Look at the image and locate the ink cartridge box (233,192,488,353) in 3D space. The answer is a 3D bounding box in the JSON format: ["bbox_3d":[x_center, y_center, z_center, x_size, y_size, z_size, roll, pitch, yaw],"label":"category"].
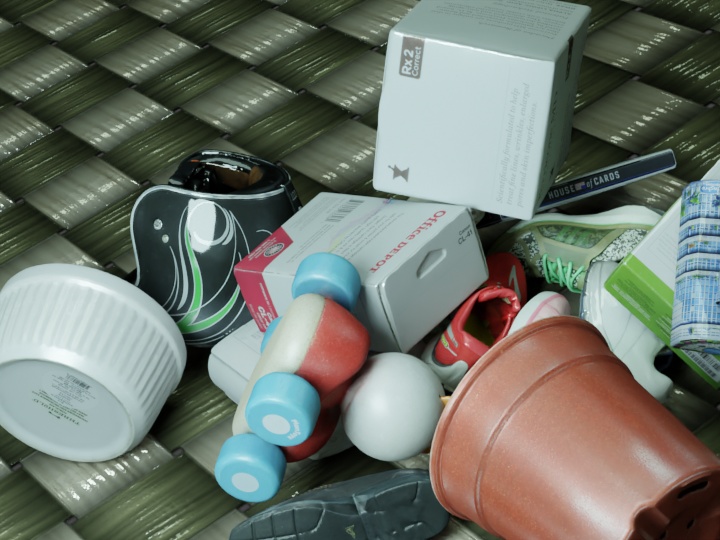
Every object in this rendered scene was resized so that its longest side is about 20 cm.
[{"bbox_3d":[0.000,0.000,1.692,0.199,0.086,0.147,10,39,43],"label":"ink cartridge box"}]

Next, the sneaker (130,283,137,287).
[{"bbox_3d":[-0.272,0.071,1.811,0.075,0.071,0.200,-27,-3,-27],"label":"sneaker"}]

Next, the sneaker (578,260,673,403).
[{"bbox_3d":[0.250,0.066,1.660,0.086,0.075,0.201,-1,42,4],"label":"sneaker"}]

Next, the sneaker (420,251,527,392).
[{"bbox_3d":[0.130,0.041,1.695,0.085,0.077,0.200,-49,7,40],"label":"sneaker"}]

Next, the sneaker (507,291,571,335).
[{"bbox_3d":[0.176,0.102,1.625,0.104,0.076,0.200,12,43,29],"label":"sneaker"}]

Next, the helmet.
[{"bbox_3d":[-0.153,-0.013,1.832,0.198,0.192,0.200,4,21,-2],"label":"helmet"}]

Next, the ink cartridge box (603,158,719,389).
[{"bbox_3d":[0.347,-0.016,1.612,0.148,0.076,0.200,43,73,6],"label":"ink cartridge box"}]

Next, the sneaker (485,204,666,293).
[{"bbox_3d":[0.220,-0.008,1.774,0.199,0.077,0.089,-11,46,16],"label":"sneaker"}]

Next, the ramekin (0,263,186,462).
[{"bbox_3d":[-0.281,0.099,1.724,0.199,0.201,0.105,-2,45,22],"label":"ramekin"}]

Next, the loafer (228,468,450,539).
[{"bbox_3d":[-0.018,0.222,1.550,0.198,0.073,0.072,-11,12,2],"label":"loafer"}]

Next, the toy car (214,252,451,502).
[{"bbox_3d":[-0.001,0.122,1.555,0.199,0.177,0.185,24,45,-5],"label":"toy car"}]

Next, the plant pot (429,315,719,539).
[{"bbox_3d":[0.193,0.171,1.421,0.200,0.202,0.195,-31,44,-21],"label":"plant pot"}]

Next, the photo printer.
[{"bbox_3d":[-0.032,0.099,1.721,0.166,0.070,0.200,-33,37,-23],"label":"photo printer"}]

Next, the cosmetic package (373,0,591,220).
[{"bbox_3d":[0.121,-0.172,1.723,0.164,0.166,0.200,12,27,13],"label":"cosmetic package"}]

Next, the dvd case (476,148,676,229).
[{"bbox_3d":[0.211,-0.081,1.829,0.199,0.025,0.150,-16,0,-15],"label":"dvd case"}]

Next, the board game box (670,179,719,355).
[{"bbox_3d":[0.377,0.028,1.530,0.198,0.062,0.201,9,71,-5],"label":"board game box"}]

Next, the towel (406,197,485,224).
[{"bbox_3d":[0.063,-0.039,1.833,0.200,0.034,0.133,-41,21,28],"label":"towel"}]
